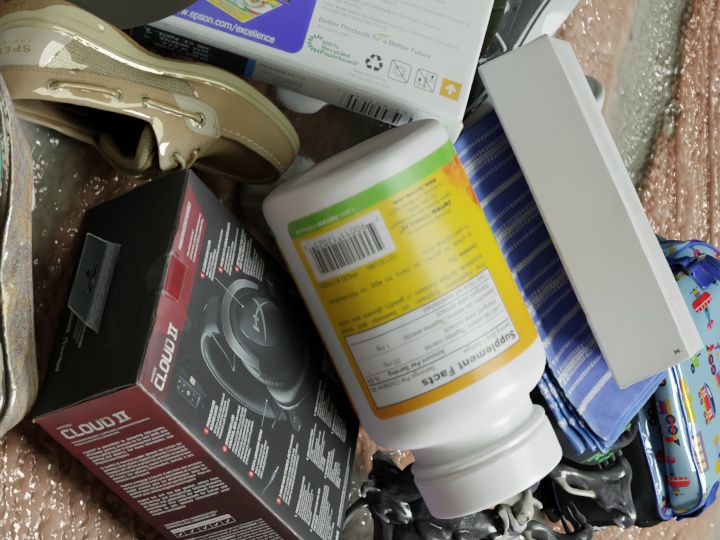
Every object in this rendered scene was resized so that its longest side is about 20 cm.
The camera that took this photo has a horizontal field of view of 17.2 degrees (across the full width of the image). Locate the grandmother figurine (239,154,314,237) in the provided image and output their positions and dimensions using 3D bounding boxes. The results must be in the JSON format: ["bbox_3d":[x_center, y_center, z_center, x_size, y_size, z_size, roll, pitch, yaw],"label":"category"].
[{"bbox_3d":[0.000,0.000,1.431,0.200,0.060,0.122,43,27,-35],"label":"grandmother figurine"}]

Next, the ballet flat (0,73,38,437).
[{"bbox_3d":[-0.193,-0.014,1.205,0.067,0.067,0.202,-1,92,-69],"label":"ballet flat"}]

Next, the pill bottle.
[{"bbox_3d":[0.035,0.029,1.310,0.111,0.111,0.201,-34,102,-46],"label":"pill bottle"}]

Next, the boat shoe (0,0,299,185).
[{"bbox_3d":[-0.117,-0.079,1.284,0.199,0.071,0.065,23,60,-36],"label":"boat shoe"}]

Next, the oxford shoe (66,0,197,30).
[{"bbox_3d":[-0.104,-0.192,1.295,0.199,0.071,0.072,-29,138,-16],"label":"oxford shoe"}]

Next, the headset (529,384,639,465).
[{"bbox_3d":[0.107,0.021,1.446,0.201,0.094,0.123,52,27,5],"label":"headset"}]

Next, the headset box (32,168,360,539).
[{"bbox_3d":[-0.086,0.057,1.278,0.200,0.077,0.150,46,38,-36],"label":"headset box"}]

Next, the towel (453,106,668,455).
[{"bbox_3d":[0.117,-0.002,1.410,0.201,0.024,0.145,62,32,-7],"label":"towel"}]

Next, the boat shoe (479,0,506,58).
[{"bbox_3d":[0.046,-0.191,1.478,0.076,0.074,0.201,37,48,-28],"label":"boat shoe"}]

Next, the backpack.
[{"bbox_3d":[0.201,0.061,1.600,0.200,0.134,0.184,-28,109,-52],"label":"backpack"}]

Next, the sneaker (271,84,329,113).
[{"bbox_3d":[-0.010,-0.182,1.421,0.078,0.077,0.202,17,72,-1],"label":"sneaker"}]

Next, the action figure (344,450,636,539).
[{"bbox_3d":[0.063,0.135,1.440,0.199,0.102,0.119,11,118,-32],"label":"action figure"}]

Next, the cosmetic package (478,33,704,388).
[{"bbox_3d":[0.134,-0.035,1.381,0.201,0.050,0.083,66,11,4],"label":"cosmetic package"}]

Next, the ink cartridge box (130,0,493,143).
[{"bbox_3d":[-0.012,-0.194,1.359,0.196,0.043,0.202,18,69,-4],"label":"ink cartridge box"}]

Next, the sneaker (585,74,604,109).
[{"bbox_3d":[0.110,-0.063,1.567,0.200,0.070,0.100,-54,153,-59],"label":"sneaker"}]

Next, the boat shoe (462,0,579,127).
[{"bbox_3d":[0.071,-0.141,1.512,0.068,0.073,0.200,46,66,-18],"label":"boat shoe"}]
